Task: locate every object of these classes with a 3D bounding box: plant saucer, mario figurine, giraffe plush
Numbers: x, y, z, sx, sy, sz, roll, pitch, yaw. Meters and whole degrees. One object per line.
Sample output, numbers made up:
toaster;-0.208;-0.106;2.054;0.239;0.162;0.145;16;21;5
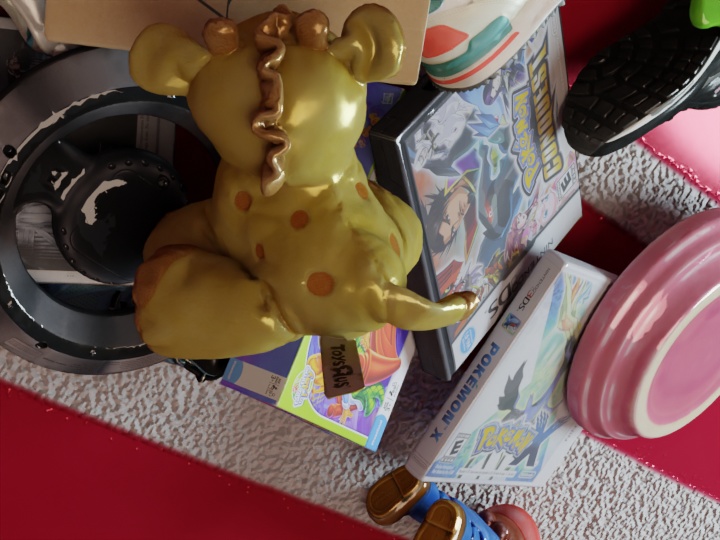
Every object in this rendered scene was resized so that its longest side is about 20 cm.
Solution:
plant saucer;0.241;0.051;1.035;0.199;0.051;0.202;-28;140;-26
mario figurine;0.071;0.221;1.041;0.105;0.125;0.200;-20;148;21
giraffe plush;-0.040;-0.052;0.677;0.171;0.200;0.164;-16;113;-17

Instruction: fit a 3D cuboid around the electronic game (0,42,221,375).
electronic game;-0.134;-0.031;0.777;0.198;0.042;0.202;-13;121;-22

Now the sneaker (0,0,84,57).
sneaker;-0.143;-0.149;0.768;0.198;0.076;0.082;24;91;-23

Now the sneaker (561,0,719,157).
sneaker;0.223;-0.130;0.939;0.200;0.076;0.088;-43;135;-14

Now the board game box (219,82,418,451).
board game box;0.000;0.000;0.865;0.134;0.044;0.202;33;76;-58

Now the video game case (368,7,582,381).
video game case;0.082;-0.059;0.890;0.181;0.025;0.201;-47;140;-32

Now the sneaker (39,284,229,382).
sneaker;-0.115;0.025;0.869;0.198;0.090;0.079;2;118;-26

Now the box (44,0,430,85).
box;-0.055;-0.183;0.693;0.197;0.021;0.165;7;116;-6

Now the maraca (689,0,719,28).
maraca;0.250;-0.239;0.872;0.135;0.107;0.203;-12;98;-11

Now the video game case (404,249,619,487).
video game case;0.135;0.080;1.011;0.199;0.022;0.183;16;110;-56

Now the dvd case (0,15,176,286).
dvd case;-0.204;-0.069;0.790;0.198;0.025;0.152;2;95;-26

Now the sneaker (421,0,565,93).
sneaker;0.085;-0.197;0.749;0.200;0.070;0.093;-49;127;3
